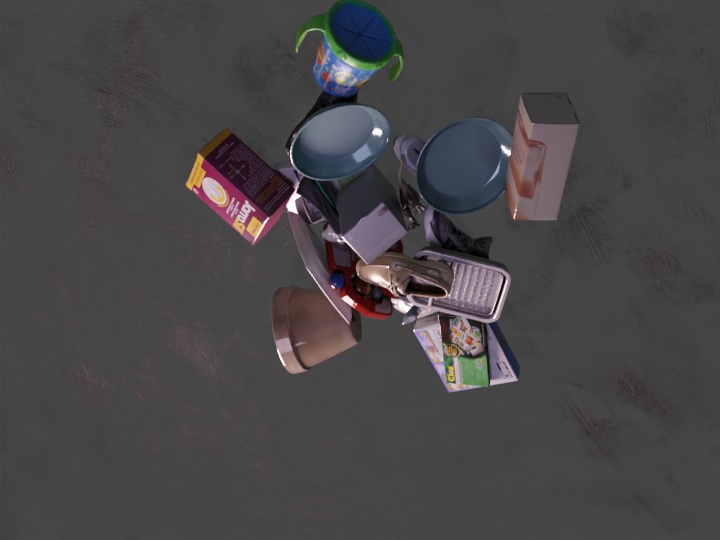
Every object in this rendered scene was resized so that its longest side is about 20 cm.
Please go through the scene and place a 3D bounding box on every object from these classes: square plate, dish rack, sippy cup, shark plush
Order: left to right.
[{"bbox_3d":[-0.081,-0.013,1.723,0.028,0.202,0.199,-29,133,6],"label":"square plate"},{"bbox_3d":[-0.021,-0.382,1.432,0.177,0.140,0.130,42,146,-1],"label":"sippy cup"},{"bbox_3d":[0.147,0.052,1.765,0.198,0.090,0.085,-26,84,45],"label":"shark plush"},{"bbox_3d":[0.198,0.022,1.631,0.196,0.044,0.174,14,139,7],"label":"dish rack"}]

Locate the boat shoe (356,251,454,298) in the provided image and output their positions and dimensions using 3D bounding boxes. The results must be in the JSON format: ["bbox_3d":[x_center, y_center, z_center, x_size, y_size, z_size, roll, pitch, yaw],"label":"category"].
[{"bbox_3d":[0.083,0.015,1.580,0.195,0.066,0.073,8,134,11],"label":"boat shoe"}]

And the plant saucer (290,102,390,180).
[{"bbox_3d":[-0.041,-0.251,1.527,0.196,0.036,0.201,-15,149,-9],"label":"plant saucer"}]

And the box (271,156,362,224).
[{"bbox_3d":[-0.079,-0.171,1.703,0.196,0.037,0.146,-4,126,31],"label":"box"}]

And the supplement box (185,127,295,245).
[{"bbox_3d":[-0.255,-0.175,1.710,0.199,0.104,0.131,41,144,-1],"label":"supplement box"}]

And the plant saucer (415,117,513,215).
[{"bbox_3d":[0.193,-0.198,1.496,0.195,0.036,0.203,-6,127,-8],"label":"plant saucer"}]

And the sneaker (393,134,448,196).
[{"bbox_3d":[0.136,-0.194,1.558,0.073,0.071,0.200,-44,125,-1],"label":"sneaker"}]

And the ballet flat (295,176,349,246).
[{"bbox_3d":[-0.064,-0.105,1.643,0.201,0.073,0.073,52,135,9],"label":"ballet flat"}]

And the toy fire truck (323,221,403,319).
[{"bbox_3d":[0.000,0.000,1.686,0.165,0.204,0.112,11,149,-32],"label":"toy fire truck"}]

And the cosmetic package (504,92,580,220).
[{"bbox_3d":[0.314,-0.198,1.421,0.085,0.105,0.203,0,130,-3],"label":"cosmetic package"}]

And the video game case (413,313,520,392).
[{"bbox_3d":[0.242,0.178,1.832,0.178,0.046,0.202,-15,120,30],"label":"video game case"}]

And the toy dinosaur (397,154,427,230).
[{"bbox_3d":[0.096,-0.136,1.557,0.047,0.090,0.200,-19,158,2],"label":"toy dinosaur"}]

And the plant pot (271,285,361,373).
[{"bbox_3d":[-0.093,0.123,1.877,0.170,0.202,0.203,-12,124,13],"label":"plant pot"}]

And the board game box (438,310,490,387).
[{"bbox_3d":[0.231,0.175,1.788,0.102,0.024,0.203,3,127,17],"label":"board game box"}]

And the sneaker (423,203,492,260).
[{"bbox_3d":[0.204,-0.063,1.627,0.112,0.076,0.202,-5,135,27],"label":"sneaker"}]

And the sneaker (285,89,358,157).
[{"bbox_3d":[-0.076,-0.284,1.565,0.075,0.088,0.200,39,134,-10],"label":"sneaker"}]

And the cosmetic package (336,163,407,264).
[{"bbox_3d":[0.019,-0.113,1.562,0.106,0.201,0.090,-37,118,16],"label":"cosmetic package"}]
